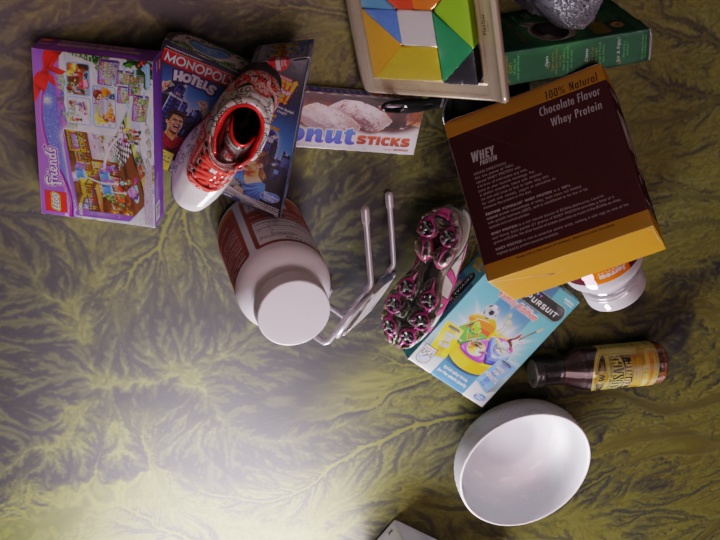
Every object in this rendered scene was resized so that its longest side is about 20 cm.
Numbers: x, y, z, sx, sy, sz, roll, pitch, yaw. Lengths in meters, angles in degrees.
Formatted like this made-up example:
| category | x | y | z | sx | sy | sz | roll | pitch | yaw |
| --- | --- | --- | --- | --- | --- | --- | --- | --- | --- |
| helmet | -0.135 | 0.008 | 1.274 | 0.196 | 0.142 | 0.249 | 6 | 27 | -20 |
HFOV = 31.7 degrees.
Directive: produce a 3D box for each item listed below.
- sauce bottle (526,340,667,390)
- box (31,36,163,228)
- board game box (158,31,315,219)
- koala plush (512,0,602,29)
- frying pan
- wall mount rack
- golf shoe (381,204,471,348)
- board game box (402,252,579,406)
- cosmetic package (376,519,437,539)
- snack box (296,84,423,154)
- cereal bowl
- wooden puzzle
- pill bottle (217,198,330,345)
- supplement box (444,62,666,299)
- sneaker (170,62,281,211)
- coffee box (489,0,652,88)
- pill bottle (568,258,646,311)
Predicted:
| category | x | y | z | sx | sy | sz | roll | pitch | yaw |
| --- | --- | --- | --- | --- | --- | --- | --- | --- | --- |
| sauce bottle | 0.333 | 0.138 | 1.785 | 0.198 | 0.066 | 0.066 | -6 | 121 | -15 |
| box | -0.289 | -0.151 | 1.404 | 0.136 | 0.039 | 0.201 | 8 | 119 | 5 |
| board game box | -0.140 | -0.188 | 1.425 | 0.199 | 0.062 | 0.201 | 24 | 119 | -10 |
| koala plush | 0.229 | -0.390 | 1.381 | 0.183 | 0.177 | 0.200 | 37 | 90 | -18 |
| frying pan | 0.115 | -0.194 | 1.529 | 0.189 | 0.031 | 0.115 | -19 | 139 | -6 |
| wall mount rack | 0.000 | 0.000 | 1.556 | 0.074 | 0.200 | 0.174 | 37 | 109 | 4 |
| golf shoe | 0.094 | 0.011 | 1.620 | 0.092 | 0.072 | 0.201 | -14 | 132 | -61 |
| board game box | 0.173 | 0.070 | 1.704 | 0.151 | 0.047 | 0.200 | 33 | 105 | -31 |
| cosmetic package | 0.115 | 0.460 | 1.882 | 0.199 | 0.102 | 0.071 | 31 | 107 | -29 |
| snack box | -0.024 | -0.181 | 1.508 | 0.199 | 0.024 | 0.072 | 2 | 120 | -19 |
| cereal bowl | 0.223 | 0.262 | 1.811 | 0.199 | 0.083 | 0.201 | -8 | 122 | -13 |
| wooden puzzle | 0.065 | -0.271 | 1.396 | 0.037 | 0.199 | 0.186 | -49 | 139 | -41 |
| pill bottle | -0.099 | -0.001 | 1.484 | 0.111 | 0.200 | 0.113 | -8 | 122 | -13 |
| supplement box | 0.229 | -0.099 | 1.483 | 0.196 | 0.201 | 0.133 | -19 | 164 | 16 |
| sneaker | -0.155 | -0.125 | 1.364 | 0.067 | 0.108 | 0.202 | 31 | 118 | -14 |
| coffee box | 0.222 | -0.268 | 1.479 | 0.199 | 0.123 | 0.044 | -12 | 123 | -12 |
| pill bottle | 0.299 | -0.046 | 1.637 | 0.113 | 0.113 | 0.200 | -31 | 124 | 2 |
